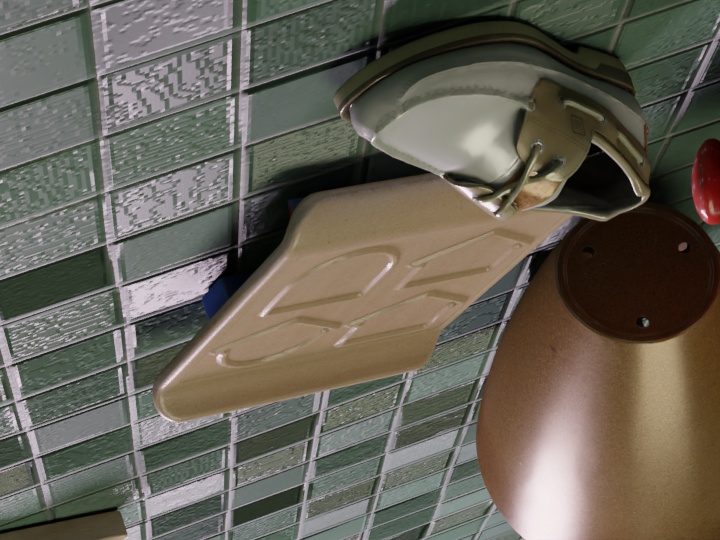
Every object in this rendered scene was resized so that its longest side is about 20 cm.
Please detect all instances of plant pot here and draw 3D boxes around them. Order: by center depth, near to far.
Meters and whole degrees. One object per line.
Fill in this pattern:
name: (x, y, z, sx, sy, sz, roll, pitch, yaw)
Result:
plant pot: (0.160, 0.053, 1.377, 0.186, 0.187, 0.200, -19, 149, -9)

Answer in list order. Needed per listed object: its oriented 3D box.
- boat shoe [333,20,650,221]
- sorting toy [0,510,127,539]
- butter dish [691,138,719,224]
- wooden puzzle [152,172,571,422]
boat shoe: (0.071, -0.062, 1.055, 0.075, 0.069, 0.199, -35, 159, 36)
sorting toy: (-0.274, 0.243, 1.562, 0.199, 0.070, 0.199, -8, 158, -39)
butter dish: (0.241, -0.047, 1.187, 0.147, 0.201, 0.200, -2, 170, 18)
wooden puzzle: (0.000, 0.000, 1.210, 0.185, 0.046, 0.200, -11, 155, -33)
